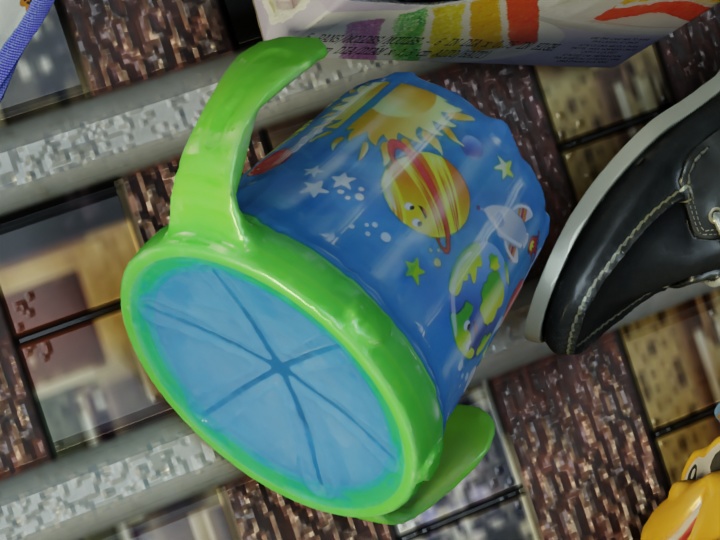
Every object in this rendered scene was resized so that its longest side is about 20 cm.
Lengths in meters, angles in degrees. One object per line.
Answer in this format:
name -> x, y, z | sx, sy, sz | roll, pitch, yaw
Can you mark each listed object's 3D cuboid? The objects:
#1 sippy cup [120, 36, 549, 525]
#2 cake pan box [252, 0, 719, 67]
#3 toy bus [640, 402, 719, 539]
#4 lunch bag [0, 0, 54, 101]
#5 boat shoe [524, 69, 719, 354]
sippy cup -> 0.000, 0.000, 1.070 | 0.139, 0.178, 0.130 | 33, 58, 11
cake pan box -> 0.080, -0.134, 1.054 | 0.199, 0.184, 0.053 | -1, 68, -42
toy bus -> 0.208, 0.078, 1.158 | 0.199, 0.136, 0.193 | 8, 69, -21
lunch bag -> -0.175, -0.166, 1.009 | 0.169, 0.124, 0.201 | 25, 89, -20
boat shoe -> 0.141, -0.027, 1.138 | 0.067, 0.072, 0.200 | 36, 54, 24
